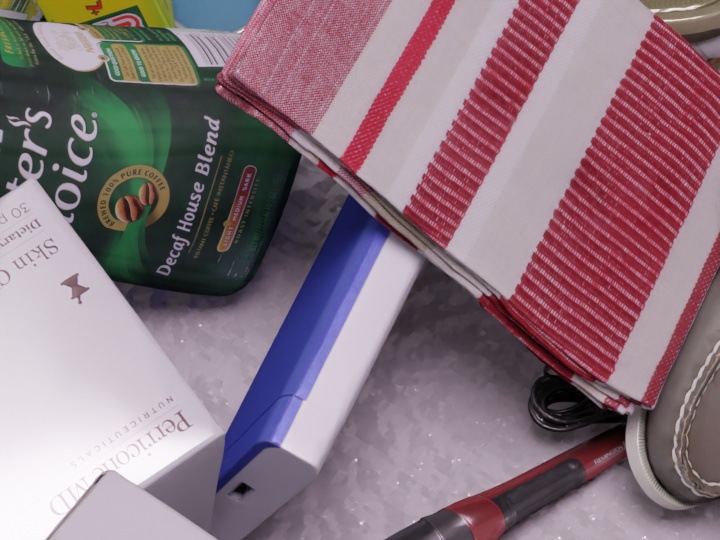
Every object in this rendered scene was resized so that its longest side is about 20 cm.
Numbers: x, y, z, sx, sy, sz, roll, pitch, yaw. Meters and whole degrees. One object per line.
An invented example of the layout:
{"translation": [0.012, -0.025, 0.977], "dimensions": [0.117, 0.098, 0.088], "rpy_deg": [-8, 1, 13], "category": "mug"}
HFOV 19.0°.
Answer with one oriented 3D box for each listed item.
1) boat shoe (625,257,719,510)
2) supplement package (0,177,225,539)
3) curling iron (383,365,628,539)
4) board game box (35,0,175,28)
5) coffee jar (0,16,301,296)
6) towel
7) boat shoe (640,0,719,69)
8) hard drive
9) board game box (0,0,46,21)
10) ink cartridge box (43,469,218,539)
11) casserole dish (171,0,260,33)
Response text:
{"translation": [0.177, 0.010, 0.807], "dimensions": [0.202, 0.072, 0.060], "rpy_deg": [-46, 20, -19], "category": "boat shoe"}
{"translation": [-0.159, 0.090, 0.730], "dimensions": [0.200, 0.156, 0.111], "rpy_deg": [-35, 77, -17], "category": "supplement package"}
{"translation": [0.032, 0.090, 0.807], "dimensions": [0.200, 0.026, 0.050], "rpy_deg": [-34, 69, -19], "category": "curling iron"}
{"translation": [-0.126, -0.192, 0.926], "dimensions": [0.047, 0.102, 0.200], "rpy_deg": [-17, 50, 6], "category": "board game box"}
{"translation": [-0.128, -0.048, 0.826], "dimensions": [0.199, 0.105, 0.085], "rpy_deg": [4, 32, -31], "category": "coffee jar"}
{"translation": [0.055, -0.059, 0.773], "dimensions": [0.200, 0.023, 0.144], "rpy_deg": [39, 61, -18], "category": "towel"}
{"translation": [0.060, -0.103, 0.900], "dimensions": [0.199, 0.068, 0.075], "rpy_deg": [4, 62, 10], "category": "boat shoe"}
{"translation": [0.000, 0.000, 0.818], "dimensions": [0.025, 0.132, 0.200], "rpy_deg": [30, 66, -6], "category": "hard drive"}
{"translation": [-0.228, -0.132, 0.990], "dimensions": [0.199, 0.029, 0.135], "rpy_deg": [14, 62, 17], "category": "board game box"}
{"translation": [-0.031, 0.169, 0.680], "dimensions": [0.146, 0.200, 0.084], "rpy_deg": [30, 68, 23], "category": "ink cartridge box"}
{"translation": [-0.035, -0.153, 0.965], "dimensions": [0.200, 0.039, 0.121], "rpy_deg": [-40, 62, -15], "category": "casserole dish"}
